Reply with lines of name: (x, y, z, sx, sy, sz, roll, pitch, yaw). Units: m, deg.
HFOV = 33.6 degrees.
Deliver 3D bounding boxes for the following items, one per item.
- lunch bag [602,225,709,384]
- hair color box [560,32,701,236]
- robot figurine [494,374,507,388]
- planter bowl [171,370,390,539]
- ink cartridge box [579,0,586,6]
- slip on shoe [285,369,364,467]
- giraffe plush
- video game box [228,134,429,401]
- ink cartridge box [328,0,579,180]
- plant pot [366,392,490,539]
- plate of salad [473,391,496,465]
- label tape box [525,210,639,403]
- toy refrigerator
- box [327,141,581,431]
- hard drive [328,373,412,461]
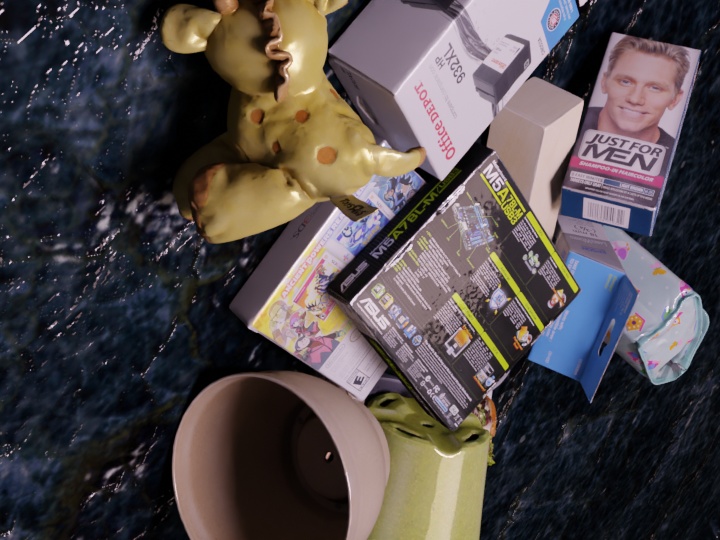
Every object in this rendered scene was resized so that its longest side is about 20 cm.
lunch bag: (0.349, 0.046, 1.523, 0.122, 0.170, 0.200, -44, 149, -1)
hair color box: (0.282, -0.145, 1.246, 0.061, 0.099, 0.202, 74, 34, -62)
robot figurine: (0.110, 0.050, 1.239, 0.168, 0.113, 0.202, -11, 130, -18)
planter bowl: (-0.055, 0.181, 1.089, 0.134, 0.199, 0.202, -12, 129, -56)
ink cartridge box: (0.242, -0.371, 1.103, 0.200, 0.050, 0.161, -46, 148, -6)
slip on shoe: (-0.015, 0.111, 1.197, 0.201, 0.060, 0.076, -53, 149, -3)
giraffe plush: (-0.063, -0.125, 0.838, 0.172, 0.199, 0.164, -30, 113, -28)
video game box: (0.000, 0.000, 1.093, 0.201, 0.047, 0.182, -53, 138, -2)
ink cartridge box: (0.083, -0.200, 1.009, 0.200, 0.083, 0.145, -50, 149, -7)
plant pot: (0.050, 0.234, 1.227, 0.199, 0.199, 0.186, -8, 115, -50)
plate of salad: (0.135, 0.212, 1.467, 0.200, 0.048, 0.202, -52, 151, -45)
label tape box: (0.229, 0.027, 1.327, 0.063, 0.201, 0.145, 11, 118, -12)
toy refrigerator: (0.167, -0.093, 1.245, 0.076, 0.070, 0.202, -36, 146, -38)
box: (0.093, 0.018, 1.102, 0.193, 0.047, 0.200, -48, 126, -11)
hard drive: (0.018, 0.176, 1.322, 0.136, 0.042, 0.200, -57, 148, 4)
